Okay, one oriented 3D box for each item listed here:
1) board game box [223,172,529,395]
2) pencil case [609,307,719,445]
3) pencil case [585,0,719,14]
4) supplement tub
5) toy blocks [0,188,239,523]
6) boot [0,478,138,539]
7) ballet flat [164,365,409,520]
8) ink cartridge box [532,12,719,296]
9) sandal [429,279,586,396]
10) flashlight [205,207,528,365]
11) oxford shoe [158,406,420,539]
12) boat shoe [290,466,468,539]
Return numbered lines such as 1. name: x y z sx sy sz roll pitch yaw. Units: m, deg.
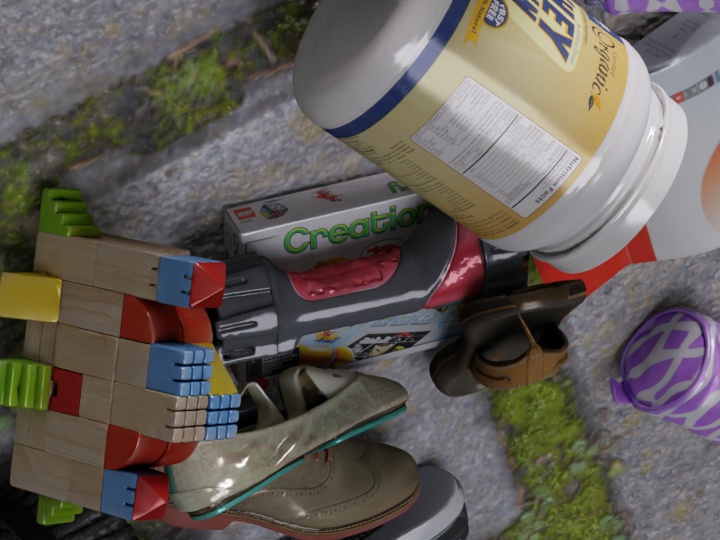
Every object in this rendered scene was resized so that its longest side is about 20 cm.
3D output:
1. board game box: 0.013 -0.001 1.526 0.199 0.035 0.127 -14 128 -18
2. pencil case: 0.270 0.094 1.700 0.085 0.084 0.200 -33 135 31
3. pencil case: 0.231 -0.197 1.405 0.199 0.084 0.086 -2 134 12
4. supplement tub: 0.076 -0.100 1.386 0.200 0.144 0.145 33 105 -23
5. toy blocks: -0.130 0.062 1.386 0.100 0.136 0.201 1 99 -52
6. boot: -0.251 0.155 1.468 0.158 0.211 0.079 -44 180 -37
7. ballet flat: -0.044 0.091 1.487 0.200 0.067 0.063 -26 96 -45
8. ink cartridge box: 0.193 -0.069 1.537 0.200 0.050 0.162 -38 133 -17
9. sandal: 0.094 0.052 1.515 0.081 0.055 0.200 -13 163 -21
10. flashlight: 0.000 0.000 1.461 0.199 0.068 0.068 -10 130 -15
11. oxford shoe: -0.044 0.127 1.559 0.199 0.071 0.075 0 135 -27
12. boat shoe: -0.011 0.209 1.647 0.200 0.069 0.057 -30 132 -7
